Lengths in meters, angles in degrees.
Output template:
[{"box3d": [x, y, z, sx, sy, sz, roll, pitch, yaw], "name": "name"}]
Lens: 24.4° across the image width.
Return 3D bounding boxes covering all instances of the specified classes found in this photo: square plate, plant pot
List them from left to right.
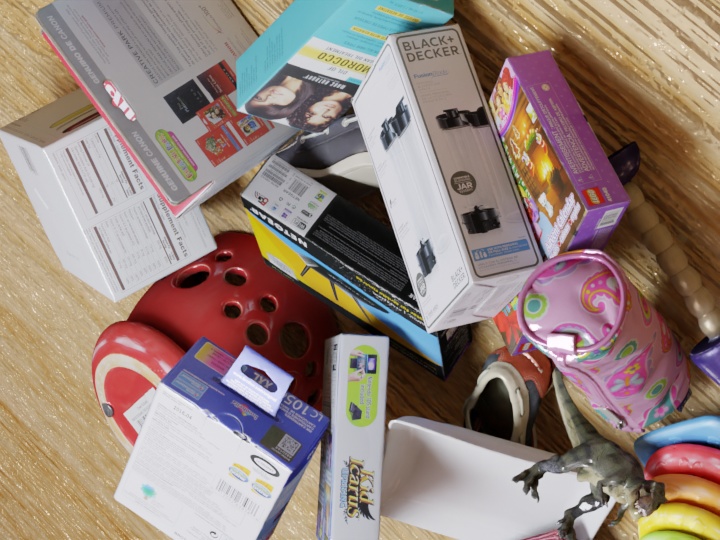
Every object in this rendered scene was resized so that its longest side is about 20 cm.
[{"box3d": [-0.144, 0.089, 1.582, 0.200, 0.182, 0.202, 28, 135, 32], "name": "plant pot"}, {"box3d": [0.112, 0.188, 1.430, 0.196, 0.029, 0.201, 16, 150, 3], "name": "square plate"}]

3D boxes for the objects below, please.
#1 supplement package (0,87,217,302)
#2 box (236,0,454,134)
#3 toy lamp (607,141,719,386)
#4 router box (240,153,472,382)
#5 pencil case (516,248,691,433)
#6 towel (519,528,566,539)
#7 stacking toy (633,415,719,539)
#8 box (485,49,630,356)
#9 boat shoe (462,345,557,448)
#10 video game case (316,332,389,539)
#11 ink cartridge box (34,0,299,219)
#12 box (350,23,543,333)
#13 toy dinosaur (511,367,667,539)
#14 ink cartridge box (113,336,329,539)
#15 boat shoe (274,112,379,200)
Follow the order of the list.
[{"box3d": [-0.239, -0.079, 1.552, 0.200, 0.110, 0.157, 21, 136, 64], "name": "supplement package"}, {"box3d": [-0.016, -0.179, 1.292, 0.200, 0.082, 0.050, -37, 48, 50], "name": "box"}, {"box3d": [0.233, 0.003, 1.211, 0.201, 0.058, 0.058, 57, 143, -1], "name": "toy lamp"}, {"box3d": [0.000, 0.000, 1.404, 0.199, 0.051, 0.149, 33, 164, 18], "name": "router box"}, {"box3d": [0.181, 0.055, 1.213, 0.087, 0.088, 0.200, 27, 171, 30], "name": "pencil case"}, {"box3d": [0.201, 0.313, 1.484, 0.200, 0.023, 0.144, 44, 145, -10], "name": "towel"}, {"box3d": [0.243, 0.219, 1.246, 0.116, 0.201, 0.110, 39, 145, -16], "name": "stacking toy"}, {"box3d": [0.125, -0.046, 1.239, 0.201, 0.039, 0.138, 109, 143, -55], "name": "box"}, {"box3d": [0.118, 0.132, 1.432, 0.071, 0.063, 0.201, 36, 141, 17], "name": "boat shoe"}, {"box3d": [-0.009, 0.149, 1.446, 0.200, 0.045, 0.183, 143, 131, -84], "name": "video game case"}, {"box3d": [-0.170, -0.157, 1.413, 0.201, 0.175, 0.084, 54, 143, -1], "name": "ink cartridge box"}, {"box3d": [0.062, -0.069, 1.250, 0.117, 0.060, 0.202, 124, 130, -64], "name": "box"}, {"box3d": [0.171, 0.158, 1.294, 0.047, 0.088, 0.200, 38, -172, -32], "name": "toy dinosaur"}, {"box3d": [-0.115, 0.152, 1.416, 0.136, 0.076, 0.201, 33, 134, 7], "name": "ink cartridge box"}, {"box3d": [-0.015, -0.101, 1.407, 0.072, 0.063, 0.199, 19, 168, -31], "name": "boat shoe"}]
